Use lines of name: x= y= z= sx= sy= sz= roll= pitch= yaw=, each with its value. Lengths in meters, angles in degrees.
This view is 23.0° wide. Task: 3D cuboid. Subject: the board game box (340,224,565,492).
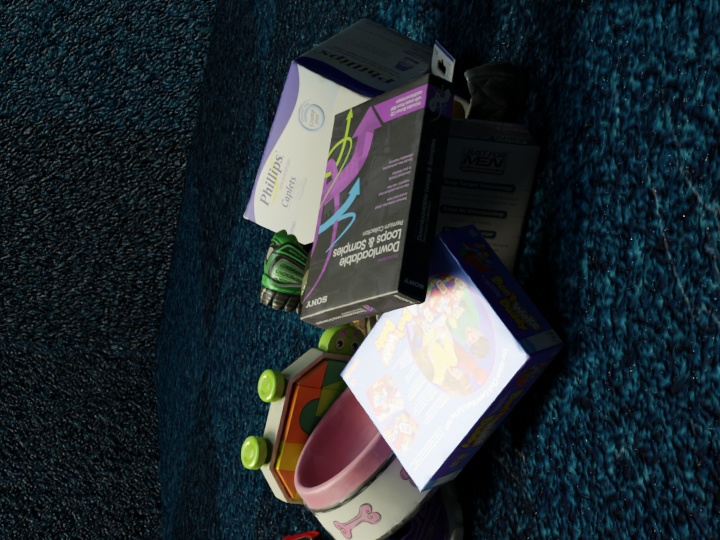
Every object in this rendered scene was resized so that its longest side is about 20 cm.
board game box: x=0.074 y=0.077 z=1.515 sx=0.135 sy=0.045 sz=0.200 roll=55 pitch=135 yaw=22

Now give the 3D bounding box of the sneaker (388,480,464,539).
sneaker: x=0.049 y=0.212 z=1.727 sx=0.200 sy=0.083 sz=0.081 roll=-101 pitch=20 yaw=-53

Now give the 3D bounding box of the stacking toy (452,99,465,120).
stacking toy: x=0.058 y=-0.081 z=1.645 sx=0.116 sy=0.110 sz=0.200 roll=-39 pitch=-24 yaw=-41

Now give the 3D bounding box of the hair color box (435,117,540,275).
hair color box: x=0.090 y=-0.034 z=1.588 sx=0.061 sy=0.100 sz=0.201 roll=-109 pitch=27 yaw=-63

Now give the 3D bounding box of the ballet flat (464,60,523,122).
ballet flat: x=0.101 y=-0.131 z=1.666 sx=0.200 sy=0.057 sz=0.067 roll=112 pitch=159 yaw=-54

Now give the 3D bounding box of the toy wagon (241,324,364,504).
toy wagon: x=-0.033 y=0.135 z=1.769 sx=0.040 sy=0.155 sz=0.201 roll=19 pitch=97 yaw=53

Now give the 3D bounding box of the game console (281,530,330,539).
game console: x=-0.001 y=0.337 z=1.742 sx=0.031 sy=0.200 sz=0.177 roll=-43 pitch=2 yaw=-16

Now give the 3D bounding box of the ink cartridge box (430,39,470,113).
ink cartridge box: x=0.084 y=-0.126 z=1.793 sx=0.095 sy=0.037 sz=0.201 roll=-117 pitch=31 yaw=-68

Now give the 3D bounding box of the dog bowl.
dog bowl: x=0.018 y=0.165 z=1.676 sx=0.200 sy=0.074 sz=0.200 roll=-45 pitch=16 yaw=16

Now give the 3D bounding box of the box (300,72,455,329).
box: x=0.014 y=-0.057 z=1.521 sx=0.143 sy=0.036 sz=0.201 roll=-18 pitch=59 yaw=52

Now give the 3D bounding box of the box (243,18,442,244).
box: x=-0.014 y=-0.141 z=1.829 sx=0.200 sy=0.105 sz=0.184 roll=-42 pitch=-25 yaw=-60

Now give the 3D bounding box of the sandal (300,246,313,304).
sandal: x=0.000 y=-0.001 z=1.614 sx=0.201 sy=0.057 sz=0.080 roll=-11 pitch=61 yaw=70

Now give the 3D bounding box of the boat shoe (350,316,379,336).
boat shoe: x=0.008 y=0.057 z=1.942 sx=0.075 sy=0.075 sz=0.203 roll=64 pitch=-157 yaw=-54

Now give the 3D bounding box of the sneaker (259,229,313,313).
sneaker: x=0.002 y=-0.002 z=1.744 sx=0.078 sy=0.199 sz=0.086 roll=-153 pitch=65 yaw=-66
